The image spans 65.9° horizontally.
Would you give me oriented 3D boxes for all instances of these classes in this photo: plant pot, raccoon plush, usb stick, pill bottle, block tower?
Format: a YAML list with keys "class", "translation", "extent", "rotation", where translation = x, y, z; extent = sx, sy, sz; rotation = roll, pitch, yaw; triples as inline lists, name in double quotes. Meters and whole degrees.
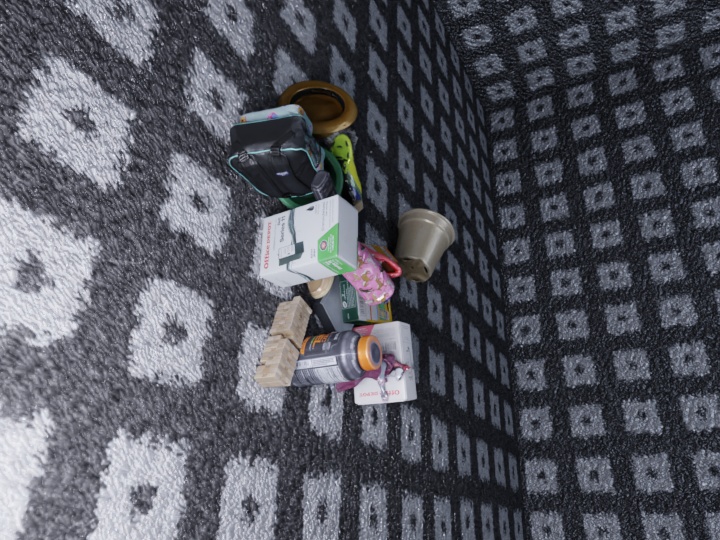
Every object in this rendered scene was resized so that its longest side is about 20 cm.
- class: "plant pot"
  translation: [0.193, -0.071, 1.838]
  extent: [0.200, 0.200, 0.184]
  rotation: [56, 45, -38]
- class: "raccoon plush"
  translation: [-0.064, -0.314, 1.507]
  extent: [0.134, 0.097, 0.200]
  rotation: [-52, 126, -50]
- class: "usb stick"
  translation: [-0.069, -0.150, 1.212]
  extent: [0.055, 0.033, 0.200]
  rotation: [-61, 163, -15]
- class: "pill bottle"
  translation: [-0.057, 0.185, 1.176]
  extent: [0.106, 0.200, 0.106]
  rotation: [37, 47, -54]
- class: "block tower"
  translation: [-0.158, 0.149, 1.153]
  extent: [0.054, 0.058, 0.200]
  rotation: [56, 35, -38]

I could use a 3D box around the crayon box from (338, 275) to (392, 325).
- class: "crayon box"
  translation: [0.015, 0.079, 1.462]
  extent: [0.200, 0.052, 0.126]
  rotation: [17, 64, -60]

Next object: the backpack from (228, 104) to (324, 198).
- class: "backpack"
  translation: [-0.165, -0.242, 1.168]
  extent: [0.200, 0.176, 0.153]
  rotation: [58, 27, -60]

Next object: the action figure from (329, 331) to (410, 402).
- class: "action figure"
  translation: [0.022, 0.234, 1.351]
  extent: [0.134, 0.200, 0.149]
  rotation: [107, -24, -53]

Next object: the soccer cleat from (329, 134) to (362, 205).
- class: "soccer cleat"
  translation: [-0.036, -0.254, 1.455]
  extent: [0.084, 0.065, 0.200]
  rotation: [-39, 123, -64]

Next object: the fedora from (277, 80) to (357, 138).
- class: "fedora"
  translation: [-0.110, -0.390, 1.398]
  extent: [0.082, 0.200, 0.201]
  rotation: [107, -9, -56]

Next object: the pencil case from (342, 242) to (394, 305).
- class: "pencil case"
  translation: [0.000, 0.000, 1.329]
  extent: [0.200, 0.083, 0.087]
  rotation: [49, 27, -32]

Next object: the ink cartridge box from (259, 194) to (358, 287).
- class: "ink cartridge box"
  translation: [-0.110, -0.058, 1.175]
  extent: [0.083, 0.200, 0.147]
  rotation: [33, 50, -52]

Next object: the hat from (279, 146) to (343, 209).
- class: "hat"
  translation: [-0.141, -0.213, 1.379]
  extent: [0.200, 0.176, 0.166]
  rotation: [-24, 93, -21]

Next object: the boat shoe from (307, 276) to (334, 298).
- class: "boat shoe"
  translation: [-0.108, -0.025, 1.320]
  extent: [0.065, 0.071, 0.200]
  rotation: [43, 33, -44]

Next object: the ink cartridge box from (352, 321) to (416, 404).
- class: "ink cartridge box"
  translation: [0.058, 0.242, 1.447]
  extent: [0.083, 0.146, 0.200]
  rotation: [23, 60, -61]

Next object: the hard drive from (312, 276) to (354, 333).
- class: "hard drive"
  translation: [-0.051, 0.081, 1.425]
  extent: [0.140, 0.033, 0.200]
  rotation: [64, 29, -26]

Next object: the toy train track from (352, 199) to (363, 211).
- class: "toy train track"
  translation: [-0.052, -0.124, 1.370]
  extent: [0.200, 0.033, 0.115]
  rotation: [-47, 136, -47]

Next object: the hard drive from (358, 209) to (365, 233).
- class: "hard drive"
  translation: [-0.041, -0.151, 1.533]
  extent: [0.135, 0.042, 0.200]
  rotation: [62, 30, -29]

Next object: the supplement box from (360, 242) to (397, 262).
- class: "supplement box"
  translation: [0.029, -0.031, 1.574]
  extent: [0.069, 0.067, 0.200]
  rotation: [50, 19, 22]

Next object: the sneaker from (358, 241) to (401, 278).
- class: "sneaker"
  translation: [0.020, -0.032, 1.422]
  extent: [0.200, 0.087, 0.074]
  rotation: [20, 86, -19]
